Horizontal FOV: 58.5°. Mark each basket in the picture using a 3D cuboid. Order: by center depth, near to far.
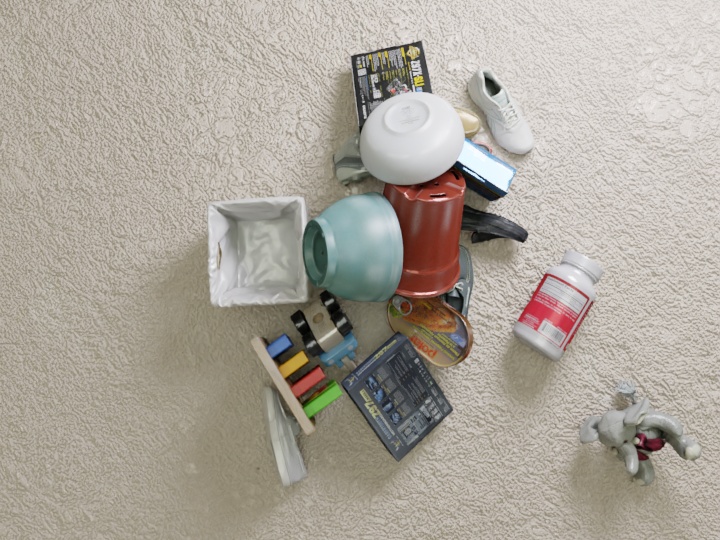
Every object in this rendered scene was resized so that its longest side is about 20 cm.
[{"bbox_3d":[-0.194,-0.033,1.282,0.193,0.161,0.205,-3,88,1],"label":"basket"}]

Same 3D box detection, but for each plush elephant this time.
[{"bbox_3d":[0.523,0.321,1.242,0.152,0.165,0.204,-11,67,-38],"label":"plush elephant"}]

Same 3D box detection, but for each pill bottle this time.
[{"bbox_3d":[0.398,0.068,1.285,0.111,0.112,0.203,32,89,3],"label":"pill bottle"}]

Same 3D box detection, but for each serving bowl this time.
[{"bbox_3d":[0.088,-0.252,1.150,0.193,0.067,0.205,-7,53,9],"label":"serving bowl"}]

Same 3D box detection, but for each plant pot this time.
[{"bbox_3d":[-0.027,-0.037,1.170,0.131,0.199,0.207,-6,87,-28],"label":"plant pot"},{"bbox_3d":[0.112,-0.091,1.216,0.194,0.204,0.199,9,130,2],"label":"plant pot"}]

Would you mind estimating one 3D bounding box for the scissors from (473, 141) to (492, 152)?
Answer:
[{"bbox_3d":[0.179,-0.236,1.355,0.193,0.014,0.076,3,91,3],"label":"scissors"}]

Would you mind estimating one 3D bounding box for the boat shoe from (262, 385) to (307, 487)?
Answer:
[{"bbox_3d":[-0.154,0.334,1.316,0.067,0.072,0.206,-12,80,-20],"label":"boat shoe"}]

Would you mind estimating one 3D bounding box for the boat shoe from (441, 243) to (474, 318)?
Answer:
[{"bbox_3d":[0.198,0.046,1.316,0.070,0.062,0.207,7,88,1],"label":"boat shoe"}]

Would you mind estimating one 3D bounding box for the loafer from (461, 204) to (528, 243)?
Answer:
[{"bbox_3d":[0.246,-0.088,1.321,0.195,0.068,0.072,18,96,8],"label":"loafer"}]

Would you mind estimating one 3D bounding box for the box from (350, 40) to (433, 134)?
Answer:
[{"bbox_3d":[0.064,-0.365,1.296,0.154,0.050,0.205,-9,59,4],"label":"box"}]

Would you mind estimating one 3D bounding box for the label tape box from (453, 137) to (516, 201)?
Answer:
[{"bbox_3d":[0.225,-0.202,1.245,0.141,0.200,0.067,32,92,1],"label":"label tape box"}]

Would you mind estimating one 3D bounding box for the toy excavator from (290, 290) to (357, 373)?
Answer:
[{"bbox_3d":[-0.034,0.168,1.307,0.099,0.201,0.196,-34,46,1],"label":"toy excavator"}]

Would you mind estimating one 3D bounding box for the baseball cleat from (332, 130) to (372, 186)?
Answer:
[{"bbox_3d":[0.037,-0.245,1.329,0.194,0.070,0.110,-15,87,1],"label":"baseball cleat"}]

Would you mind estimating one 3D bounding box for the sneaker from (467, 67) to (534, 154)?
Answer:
[{"bbox_3d":[0.290,-0.326,1.321,0.070,0.080,0.202,-36,89,-2],"label":"sneaker"}]

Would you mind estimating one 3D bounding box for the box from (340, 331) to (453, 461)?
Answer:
[{"bbox_3d":[0.074,0.250,1.270,0.157,0.051,0.202,-39,112,-12],"label":"box"}]

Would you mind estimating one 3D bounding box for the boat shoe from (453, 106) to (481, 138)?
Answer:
[{"bbox_3d":[0.155,-0.310,1.325,0.193,0.076,0.074,3,88,2],"label":"boat shoe"}]

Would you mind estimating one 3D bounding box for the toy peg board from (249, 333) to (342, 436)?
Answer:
[{"bbox_3d":[-0.116,0.198,1.256,0.096,0.200,0.202,-32,87,-7],"label":"toy peg board"}]

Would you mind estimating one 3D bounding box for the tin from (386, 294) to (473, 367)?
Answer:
[{"bbox_3d":[0.138,0.110,1.289,0.199,0.042,0.114,38,103,27],"label":"tin"}]
